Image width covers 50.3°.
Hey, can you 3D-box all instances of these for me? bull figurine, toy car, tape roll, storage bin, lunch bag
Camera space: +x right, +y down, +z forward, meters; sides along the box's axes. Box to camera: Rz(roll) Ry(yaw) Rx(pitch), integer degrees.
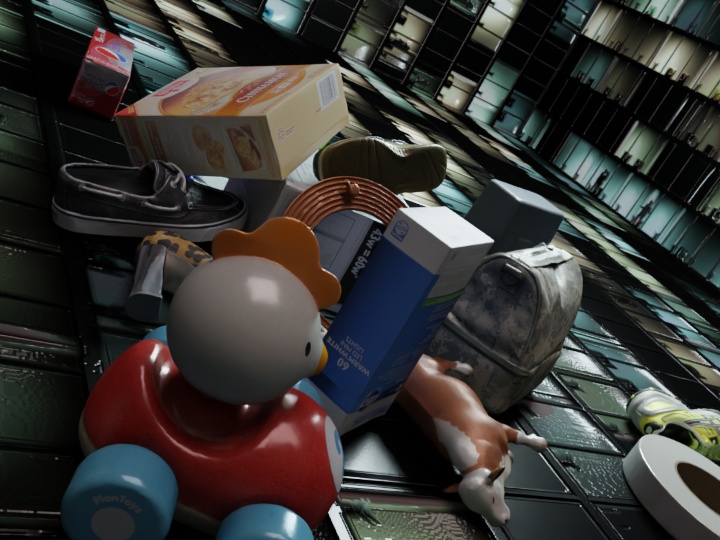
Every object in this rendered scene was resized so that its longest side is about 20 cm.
[{"bbox_3d":[0.098,0.148,0.721,0.121,0.065,0.200,16,26,-43],"label":"bull figurine"},{"bbox_3d":[-0.066,0.064,0.488,0.176,0.201,0.185,26,20,-11],"label":"toy car"},{"bbox_3d":[0.397,0.271,0.880,0.202,0.037,0.203,27,19,-10],"label":"tape roll"},{"bbox_3d":[0.280,-0.074,1.403,0.199,0.135,0.146,9,28,-43],"label":"storage bin"},{"bbox_3d":[0.177,0.052,0.905,0.139,0.168,0.200,38,21,22],"label":"lunch bag"}]

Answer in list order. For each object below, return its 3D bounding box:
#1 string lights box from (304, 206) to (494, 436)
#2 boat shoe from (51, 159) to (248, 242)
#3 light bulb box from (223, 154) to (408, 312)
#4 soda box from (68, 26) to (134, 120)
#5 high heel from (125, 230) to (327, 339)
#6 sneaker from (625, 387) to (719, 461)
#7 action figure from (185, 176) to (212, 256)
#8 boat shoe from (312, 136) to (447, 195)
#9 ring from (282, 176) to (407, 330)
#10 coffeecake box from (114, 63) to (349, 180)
[{"bbox_3d":[0.026,0.045,0.663,0.059,0.201,0.103,38,21,21],"label":"string lights box"},{"bbox_3d":[-0.203,-0.077,0.771,0.199,0.068,0.072,2,37,-29],"label":"boat shoe"},{"bbox_3d":[-0.047,-0.056,0.914,0.199,0.125,0.198,21,21,-26],"label":"light bulb box"},{"bbox_3d":[-0.369,-0.287,1.102,0.063,0.070,0.200,22,21,-23],"label":"soda box"},{"bbox_3d":[-0.115,0.019,0.722,0.199,0.072,0.143,18,24,-17],"label":"high heel"},{"bbox_3d":[0.453,0.227,1.027,0.199,0.076,0.077,17,29,-6],"label":"sneaker"},{"bbox_3d":[-0.196,-0.079,0.877,0.065,0.052,0.200,1,39,-43],"label":"action figure"},{"bbox_3d":[0.017,-0.118,0.881,0.200,0.072,0.066,-10,15,-43],"label":"boat shoe"},{"bbox_3d":[0.000,0.000,0.791,0.200,0.201,0.019,19,-19,-28],"label":"ring"},{"bbox_3d":[-0.137,-0.167,0.842,0.199,0.073,0.154,6,35,28],"label":"coffeecake box"}]
